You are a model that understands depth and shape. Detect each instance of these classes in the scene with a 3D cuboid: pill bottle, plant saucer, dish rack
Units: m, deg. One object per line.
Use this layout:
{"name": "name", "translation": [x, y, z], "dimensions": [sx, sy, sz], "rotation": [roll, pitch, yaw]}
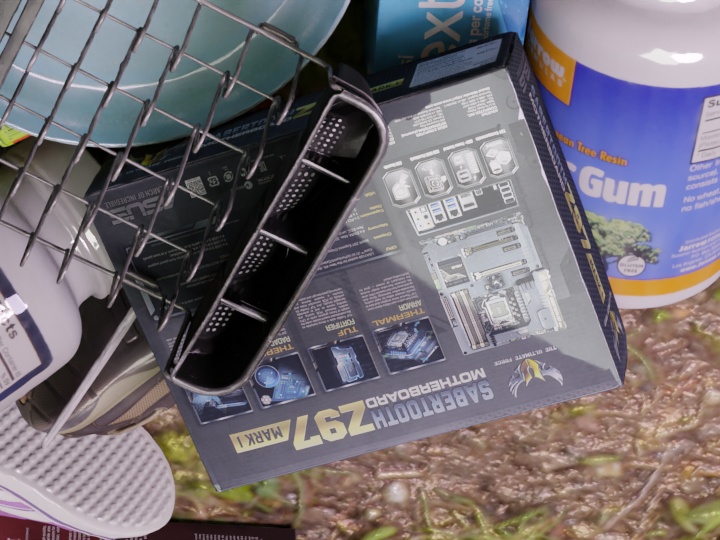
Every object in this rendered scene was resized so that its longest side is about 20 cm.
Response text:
{"name": "pill bottle", "translation": [-0.199, 0.021, 0.962], "dimensions": [0.200, 0.111, 0.111], "rotation": [-37, 134, -17]}
{"name": "pill bottle", "translation": [0.126, -0.090, 0.932], "dimensions": [0.111, 0.112, 0.201], "rotation": [-1, 132, -4]}
{"name": "plant saucer", "translation": [-0.096, -0.141, 0.864], "dimensions": [0.199, 0.027, 0.201], "rotation": [-8, 128, -10]}
{"name": "dish rack", "translation": [-0.104, -0.054, 0.852], "dimensions": [0.199, 0.055, 0.154], "rotation": [26, 116, -11]}

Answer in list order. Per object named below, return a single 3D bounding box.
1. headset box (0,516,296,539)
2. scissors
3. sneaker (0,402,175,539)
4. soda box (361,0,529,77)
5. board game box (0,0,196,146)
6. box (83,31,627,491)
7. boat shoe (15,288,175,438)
{"name": "headset box", "translation": [-0.143, 0.217, 1.214], "dimensions": [0.199, 0.077, 0.149], "rotation": [4, 132, -11]}
{"name": "scissors", "translation": [-0.094, 0.001, 1.010], "dimensions": [0.014, 0.073, 0.200], "rotation": [32, 115, -5]}
{"name": "sneaker", "translation": [-0.203, 0.101, 1.122], "dimensions": [0.200, 0.073, 0.114], "rotation": [24, 146, -31]}
{"name": "soda box", "translation": [0.041, -0.158, 0.895], "dimensions": [0.067, 0.064, 0.201], "rotation": [0, 133, -5]}
{"name": "board game box", "translation": [-0.162, -0.153, 0.894], "dimensions": [0.101, 0.048, 0.200], "rotation": [-22, 131, 14]}
{"name": "box", "translation": [0.000, 0.000, 0.926], "dimensions": [0.199, 0.051, 0.158], "rotation": [-16, 111, 17]}
{"name": "boat shoe", "translation": [-0.082, 0.019, 1.054], "dimensions": [0.199, 0.075, 0.073], "rotation": [-29, 154, 15]}
